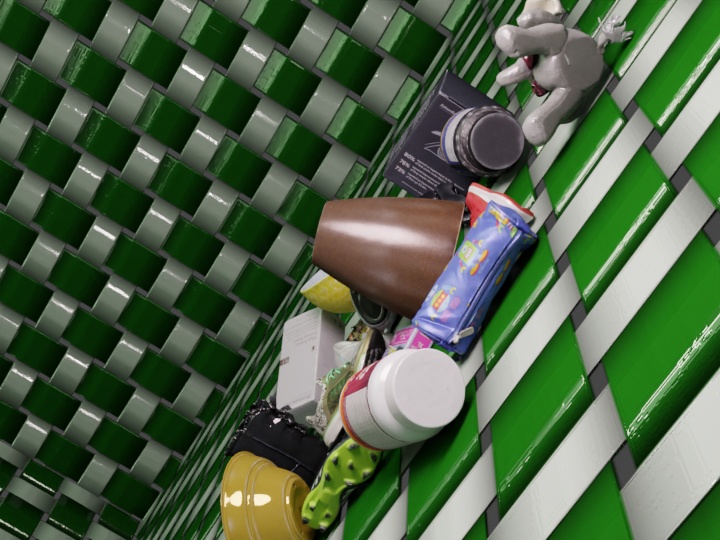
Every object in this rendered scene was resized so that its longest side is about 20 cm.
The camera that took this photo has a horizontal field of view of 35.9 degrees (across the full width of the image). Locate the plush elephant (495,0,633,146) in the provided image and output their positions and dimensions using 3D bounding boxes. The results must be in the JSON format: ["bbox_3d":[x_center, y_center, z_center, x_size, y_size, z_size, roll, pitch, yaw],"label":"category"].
[{"bbox_3d":[0.258,-0.290,1.541,0.199,0.166,0.155,-32,17,-13],"label":"plush elephant"}]

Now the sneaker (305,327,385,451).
[{"bbox_3d":[-0.030,0.173,1.707,0.077,0.088,0.202,9,-74,-64],"label":"sneaker"}]

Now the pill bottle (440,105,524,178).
[{"bbox_3d":[0.194,-0.203,1.756,0.113,0.111,0.200,-58,9,2],"label":"pill bottle"}]

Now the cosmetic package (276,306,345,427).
[{"bbox_3d":[-0.090,0.176,1.994,0.101,0.074,0.202,-26,43,32],"label":"cosmetic package"}]

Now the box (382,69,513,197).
[{"bbox_3d":[0.154,-0.221,1.949,0.201,0.147,0.105,-52,9,33],"label":"box"}]

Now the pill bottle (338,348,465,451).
[{"bbox_3d":[0.050,0.156,1.351,0.110,0.109,0.200,-62,8,-21],"label":"pill bottle"}]

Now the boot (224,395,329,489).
[{"bbox_3d":[-0.140,0.314,1.754,0.200,0.161,0.073,-59,7,0],"label":"boot"}]

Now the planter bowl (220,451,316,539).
[{"bbox_3d":[-0.117,0.353,1.600,0.082,0.202,0.201,-16,26,20],"label":"planter bowl"}]

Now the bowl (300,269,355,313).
[{"bbox_3d":[0.002,0.015,1.955,0.199,0.108,0.200,-39,7,5],"label":"bowl"}]

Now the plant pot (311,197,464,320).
[{"bbox_3d":[0.034,-0.031,1.621,0.187,0.197,0.190,14,-90,-87],"label":"plant pot"}]

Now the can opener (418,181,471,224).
[{"bbox_3d":[0.154,-0.104,1.854,0.078,0.064,0.200,-33,17,-6],"label":"can opener"}]

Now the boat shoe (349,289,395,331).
[{"bbox_3d":[0.000,0.000,1.752,0.068,0.057,0.202,-26,64,18],"label":"boat shoe"}]

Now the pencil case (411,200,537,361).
[{"bbox_3d":[0.144,0.013,1.399,0.201,0.077,0.087,-58,28,6],"label":"pencil case"}]

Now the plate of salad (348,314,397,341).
[{"bbox_3d":[0.010,0.113,1.970,0.201,0.048,0.200,-58,9,14],"label":"plate of salad"}]

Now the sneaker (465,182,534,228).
[{"bbox_3d":[0.162,-0.051,1.530,0.116,0.078,0.200,-58,7,1],"label":"sneaker"}]

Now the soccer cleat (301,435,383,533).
[{"bbox_3d":[-0.026,0.278,1.538,0.201,0.067,0.081,-57,6,33],"label":"soccer cleat"}]

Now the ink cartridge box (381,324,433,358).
[{"bbox_3d":[0.037,0.174,1.624,0.202,0.042,0.119,-63,8,-13],"label":"ink cartridge box"}]

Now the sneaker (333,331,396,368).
[{"bbox_3d":[0.017,0.145,1.798,0.200,0.069,0.082,150,124,-61],"label":"sneaker"}]
